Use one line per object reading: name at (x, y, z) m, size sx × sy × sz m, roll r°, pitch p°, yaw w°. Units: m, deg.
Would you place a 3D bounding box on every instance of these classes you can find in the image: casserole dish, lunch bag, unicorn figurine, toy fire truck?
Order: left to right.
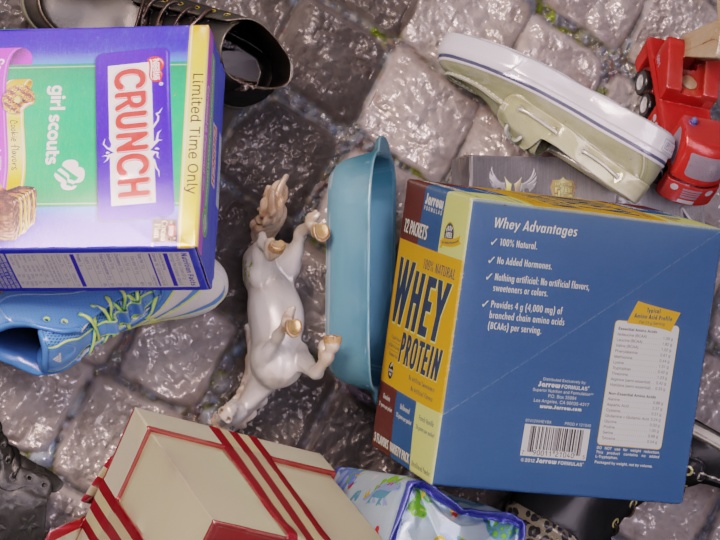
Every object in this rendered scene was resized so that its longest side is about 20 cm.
unicorn figurine at (-0.066, 0.043, 1.723) m, size 0.074 × 0.137 × 0.201 m, roll 19°, pitch 66°, yaw -18°
casserole dish at (0.000, 0.000, 1.745) m, size 0.039 × 0.121 × 0.201 m, roll 1°, pitch 90°, yaw 9°
lunch bag at (0.024, 0.256, 1.713) m, size 0.127 × 0.170 × 0.201 m, roll 23°, pitch 80°, yaw -16°
toy fire truck at (0.263, -0.166, 1.804) m, size 0.049 × 0.141 × 0.201 m, roll 9°, pitch 51°, yaw -16°

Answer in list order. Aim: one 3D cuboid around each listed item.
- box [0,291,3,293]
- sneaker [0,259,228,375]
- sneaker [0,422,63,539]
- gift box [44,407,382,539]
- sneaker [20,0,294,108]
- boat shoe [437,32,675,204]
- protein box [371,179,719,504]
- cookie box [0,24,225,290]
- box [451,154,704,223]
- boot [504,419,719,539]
box at (-0.300, -0.047, 1.660) m, size 0.200 × 0.021 × 0.164 m, roll -39°, pitch 71°, yaw -14°
sneaker at (-0.192, 0.036, 1.681) m, size 0.199 × 0.076 × 0.105 m, roll -1°, pitch 46°, yaw -8°
sneaker at (-0.262, 0.143, 1.685) m, size 0.104 × 0.060 × 0.201 m, roll 5°, pitch 92°, yaw -16°
gift box at (-0.112, 0.222, 1.649) m, size 0.184 × 0.187 × 0.200 m, roll 22°, pitch 104°, yaw -32°
sneaker at (-0.144, -0.179, 1.703) m, size 0.199 × 0.106 × 0.075 m, roll 18°, pitch 83°, yaw -16°
boat shoe at (0.140, -0.118, 1.779) m, size 0.200 × 0.072 × 0.062 m, roll 28°, pitch 87°, yaw 17°
protein box at (0.132, 0.049, 1.683) m, size 0.198 × 0.135 × 0.201 m, roll 6°, pitch 96°, yaw -19°
cookie box at (-0.199, -0.077, 1.613) m, size 0.199 × 0.075 × 0.172 m, roll -1°, pitch 67°, yaw 5°
box at (0.170, -0.008, 1.828) m, size 0.199 × 0.048 × 0.159 m, roll 1°, pitch 89°, yaw -18°
boot at (0.211, 0.178, 1.827) m, size 0.203 × 0.073 × 0.154 m, roll 28°, pitch 84°, yaw -13°
